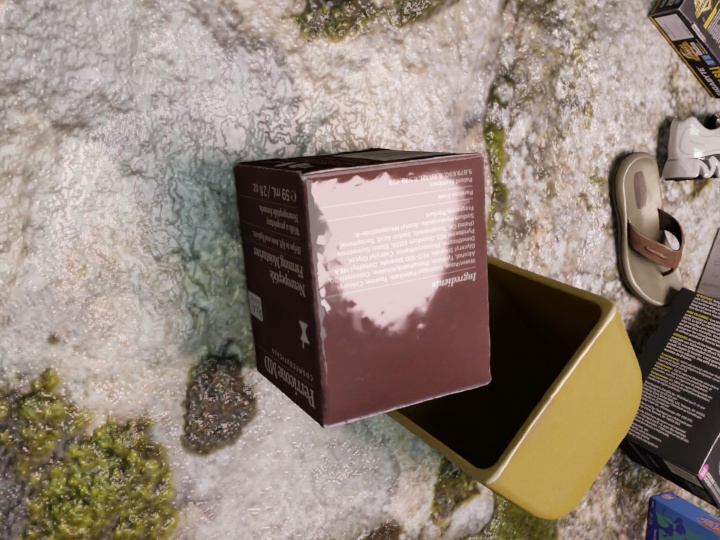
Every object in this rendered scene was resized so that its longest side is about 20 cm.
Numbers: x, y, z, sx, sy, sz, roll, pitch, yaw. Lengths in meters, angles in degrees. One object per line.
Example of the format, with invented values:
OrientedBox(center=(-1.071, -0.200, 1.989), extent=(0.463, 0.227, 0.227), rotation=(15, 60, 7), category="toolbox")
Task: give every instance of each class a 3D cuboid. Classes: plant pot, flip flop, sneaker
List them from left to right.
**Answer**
OrientedBox(center=(0.165, 0.135, 0.740), extent=(0.196, 0.194, 0.200), rotation=(-51, 126, -10), category="plant pot")
OrientedBox(center=(0.353, -0.045, 0.868), extent=(0.081, 0.058, 0.201), rotation=(-24, 110, -21), category="flip flop")
OrientedBox(center=(0.459, -0.156, 0.897), extent=(0.199, 0.075, 0.081), rotation=(-8, 94, -26), category="sneaker")

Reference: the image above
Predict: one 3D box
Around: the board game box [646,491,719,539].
OrientedBox(center=(0.455, 0.398, 0.925), extent=(0.045, 0.200, 0.153), rotation=(-4, 101, -26), category="board game box")

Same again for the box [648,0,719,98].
OrientedBox(center=(0.452, -0.334, 0.869), extent=(0.160, 0.049, 0.200), rotation=(35, 84, -25), category="box")

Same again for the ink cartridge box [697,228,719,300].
OrientedBox(center=(0.563, -0.019, 0.988), extent=(0.200, 0.045, 0.177), rotation=(21, 91, -29), category="ink cartridge box")

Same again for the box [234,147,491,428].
OrientedBox(center=(0.000, 0.000, 0.635), extent=(0.164, 0.166, 0.201), rotation=(-10, 104, -26), category="box")

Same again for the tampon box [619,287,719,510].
OrientedBox(center=(0.413, 0.154, 0.878), extent=(0.200, 0.126, 0.150), rotation=(-55, 135, -8), category="tampon box")
